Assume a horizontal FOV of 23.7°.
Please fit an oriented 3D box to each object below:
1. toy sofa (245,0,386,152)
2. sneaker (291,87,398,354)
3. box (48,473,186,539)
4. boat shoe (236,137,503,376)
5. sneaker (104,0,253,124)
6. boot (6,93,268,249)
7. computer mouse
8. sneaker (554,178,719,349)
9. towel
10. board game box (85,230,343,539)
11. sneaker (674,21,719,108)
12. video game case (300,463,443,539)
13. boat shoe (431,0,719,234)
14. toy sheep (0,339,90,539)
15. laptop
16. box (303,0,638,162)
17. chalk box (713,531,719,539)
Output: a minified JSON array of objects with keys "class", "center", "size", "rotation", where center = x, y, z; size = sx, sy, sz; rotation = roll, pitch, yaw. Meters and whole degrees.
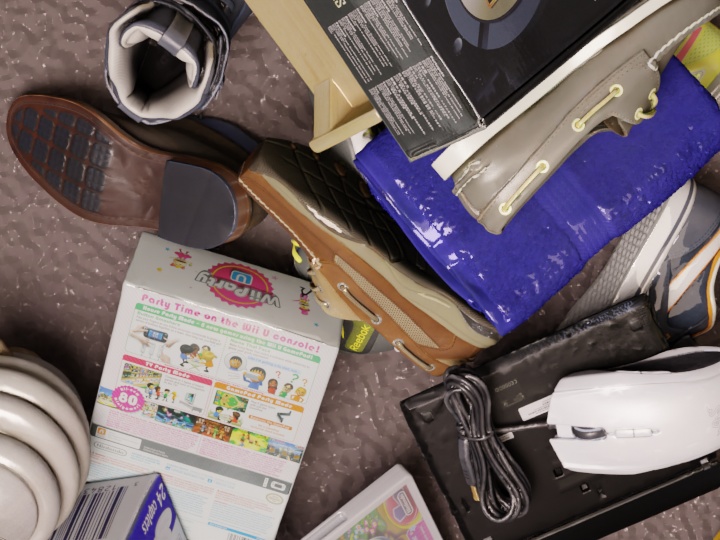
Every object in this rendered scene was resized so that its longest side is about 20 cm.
[{"class":"toy sofa","center":[-0.035,-0.180,1.015],"size":[0.098,0.083,0.201],"rotation":[-43,103,-31]},{"class":"sneaker","center":[-0.013,-0.030,1.146],"size":[0.084,0.075,0.202],"rotation":[-13,105,6]},{"class":"box","center":[-0.202,0.260,1.185],"size":[0.182,0.105,0.202],"rotation":[-10,119,16]},{"class":"boat shoe","center":[0.000,0.000,1.087],"size":[0.199,0.076,0.074],"rotation":[38,117,-12]},{"class":"sneaker","center":[-0.091,-0.181,1.070],"size":[0.076,0.146,0.203],"rotation":[31,103,-6]},{"class":"boot","center":[-0.140,-0.070,1.149],"size":[0.199,0.097,0.076],"rotation":[25,112,24]},{"class":"computer mouse","center":[0.156,0.095,1.077],"size":[0.197,0.044,0.111],"rotation":[-12,108,4]},{"class":"sneaker","center":[0.190,0.034,1.158],"size":[0.079,0.079,0.201],"rotation":[27,110,-13]},{"class":"towel","center":[0.113,-0.074,1.066],"size":[0.199,0.050,0.148],"rotation":[-39,82,-4]},{"class":"board game box","center":[-0.105,0.089,1.160],"size":[0.146,0.065,0.201],"rotation":[17,125,-4]},{"class":"sneaker","center":[0.164,-0.095,1.129],"size":[0.200,0.078,0.090],"rotation":[-42,94,6]},{"class":"video game case","center":[-0.025,0.240,1.184],"size":[0.199,0.018,0.144],"rotation":[-36,133,-12]},{"class":"boat shoe","center":[0.137,-0.101,1.010],"size":[0.201,0.072,0.061],"rotation":[-37,88,-2]},{"class":"toy sheep","center":[-0.238,0.118,1.102],"size":[0.136,0.201,0.139],"rotation":[3,124,4]},{"class":"laptop","center":[0.143,0.120,1.163],"size":[0.176,0.103,0.202],"rotation":[-24,108,8]},{"class":"box","center":[0.046,-0.194,0.964],"size":[0.163,0.086,0.201],"rotation":[-39,100,-29]},{"class":"chalk box","center":[0.301,0.243,1.184],"size":[0.124,0.124,0.201],"rotation":[31,106,-8]}]
